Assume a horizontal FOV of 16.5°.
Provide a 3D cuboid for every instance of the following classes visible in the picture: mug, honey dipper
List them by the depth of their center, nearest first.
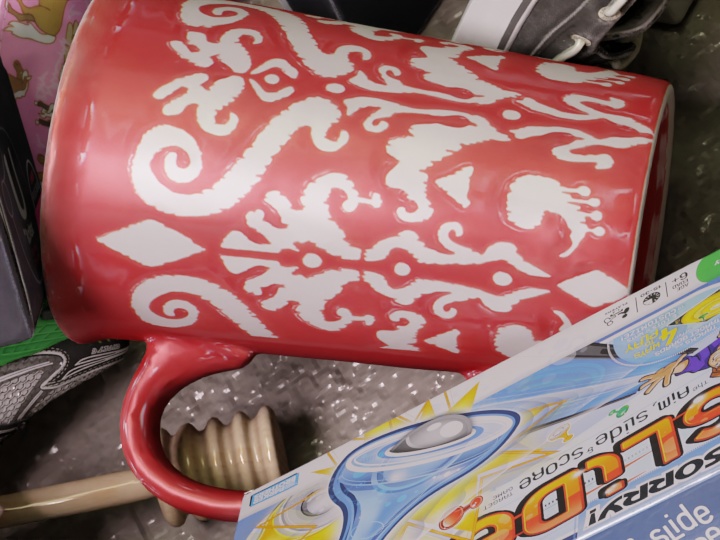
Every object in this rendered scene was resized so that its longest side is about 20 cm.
[{"bbox_3d":[0.003,-0.007,0.880,0.200,0.178,0.133,8,22,11],"label":"mug"},{"bbox_3d":[-0.126,0.087,0.919,0.200,0.038,0.038,-11,54,4],"label":"honey dipper"}]

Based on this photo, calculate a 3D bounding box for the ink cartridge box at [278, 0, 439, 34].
[{"bbox_3d":[0.015,-0.203,0.958,0.043,0.198,0.200,23,73,30],"label":"ink cartridge box"}]

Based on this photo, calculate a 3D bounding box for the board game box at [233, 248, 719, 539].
[{"bbox_3d":[0.047,0.073,0.763,0.200,0.034,0.135,-29,20,16],"label":"board game box"}]

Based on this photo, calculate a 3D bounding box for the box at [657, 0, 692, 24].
[{"bbox_3d":[0.074,-0.188,0.914,0.078,0.200,0.095,17,70,35],"label":"box"}]

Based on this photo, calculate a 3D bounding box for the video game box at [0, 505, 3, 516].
[{"bbox_3d":[-0.205,0.155,0.805,0.047,0.200,0.182,38,100,-2],"label":"video game box"}]

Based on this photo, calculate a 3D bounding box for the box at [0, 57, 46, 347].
[{"bbox_3d":[-0.215,-0.012,0.854,0.200,0.106,0.122,-15,14,1],"label":"box"}]

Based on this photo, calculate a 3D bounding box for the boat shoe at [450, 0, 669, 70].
[{"bbox_3d":[0.076,-0.098,0.890,0.064,0.200,0.071,27,74,-1],"label":"boat shoe"}]

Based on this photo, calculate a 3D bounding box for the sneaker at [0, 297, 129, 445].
[{"bbox_3d":[-0.170,0.074,0.967,0.200,0.085,0.078,-34,5,8],"label":"sneaker"}]

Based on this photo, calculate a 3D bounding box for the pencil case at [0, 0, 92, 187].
[{"bbox_3d":[-0.138,-0.091,0.979,0.083,0.086,0.200,-12,67,52],"label":"pencil case"}]
